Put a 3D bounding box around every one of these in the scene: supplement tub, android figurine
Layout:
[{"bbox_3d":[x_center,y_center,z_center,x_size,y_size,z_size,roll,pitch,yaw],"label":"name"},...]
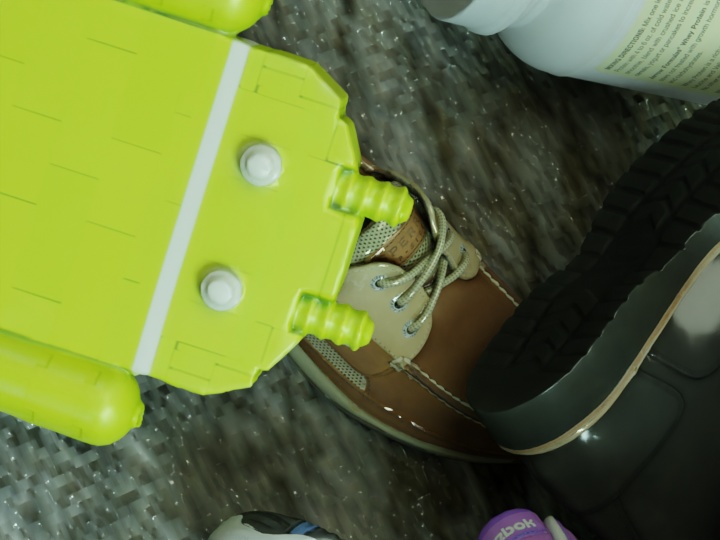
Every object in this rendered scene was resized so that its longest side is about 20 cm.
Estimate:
[{"bbox_3d":[0.135,-0.139,0.976,0.200,0.145,0.145,10,69,-19],"label":"supplement tub"},{"bbox_3d":[-0.083,-0.030,0.860,0.200,0.041,0.182,20,97,3],"label":"android figurine"}]

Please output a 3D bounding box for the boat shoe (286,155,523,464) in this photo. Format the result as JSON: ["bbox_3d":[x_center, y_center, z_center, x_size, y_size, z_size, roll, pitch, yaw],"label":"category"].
[{"bbox_3d":[0.000,0.000,0.912,0.200,0.074,0.076,34,63,-8],"label":"boat shoe"}]

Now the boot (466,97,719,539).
[{"bbox_3d":[0.142,0.030,0.921,0.200,0.077,0.138,-43,115,-15],"label":"boot"}]

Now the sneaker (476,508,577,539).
[{"bbox_3d":[0.069,0.130,0.835,0.073,0.200,0.114,-30,75,-7],"label":"sneaker"}]

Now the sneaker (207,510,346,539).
[{"bbox_3d":[0.004,0.173,0.851,0.077,0.076,0.200,-33,88,-28],"label":"sneaker"}]
